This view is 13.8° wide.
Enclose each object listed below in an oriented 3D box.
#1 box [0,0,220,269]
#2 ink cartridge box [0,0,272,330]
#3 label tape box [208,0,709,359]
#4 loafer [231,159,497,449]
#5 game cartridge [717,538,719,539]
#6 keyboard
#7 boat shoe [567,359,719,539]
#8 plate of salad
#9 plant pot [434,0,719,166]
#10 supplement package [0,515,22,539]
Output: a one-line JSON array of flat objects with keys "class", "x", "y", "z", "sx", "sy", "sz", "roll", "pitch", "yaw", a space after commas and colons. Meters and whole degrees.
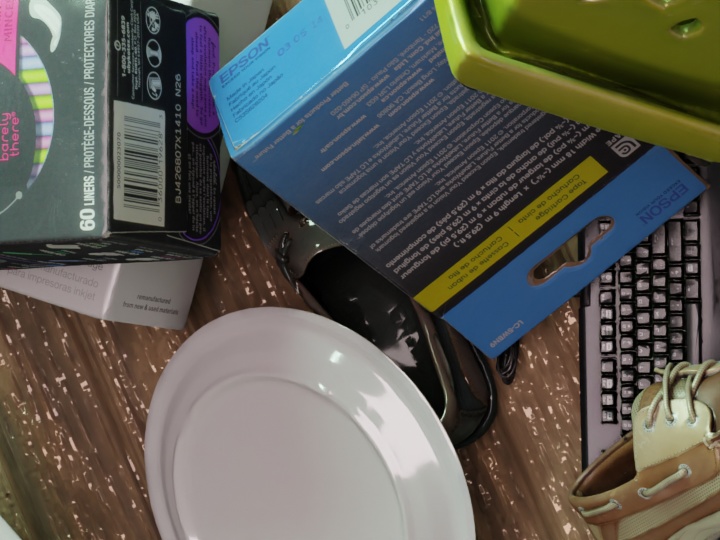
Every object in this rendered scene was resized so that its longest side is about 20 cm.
[{"class": "box", "x": -0.176, "y": -0.064, "z": 1.401, "sx": 0.199, "sy": 0.106, "sz": 0.123, "roll": -3, "pitch": 84, "yaw": 27}, {"class": "ink cartridge box", "x": -0.139, "y": -0.086, "z": 1.491, "sx": 0.145, "sy": 0.083, "sz": 0.201, "roll": 16, "pitch": 93, "yaw": 28}, {"class": "label tape box", "x": 0.047, "y": -0.065, "z": 1.405, "sx": 0.144, "sy": 0.200, "sz": 0.063, "roll": -39, "pitch": 40, "yaw": 16}, {"class": "loafer", "x": 0.000, "y": 0.000, "z": 1.476, "sx": 0.072, "sy": 0.063, "sz": 0.200, "roll": -37, "pitch": 80, "yaw": 10}, {"class": "game cartridge", "x": 0.161, "y": 0.173, "z": 1.392, "sx": 0.041, "sy": 0.133, "sz": 0.200, "roll": 34, "pitch": 96, "yaw": -10}, {"class": "keyboard", "x": 0.120, "y": 0.011, "z": 1.467, "sx": 0.127, "sy": 0.021, "sz": 0.201, "roll": -1, "pitch": 87, "yaw": 14}, {"class": "boat shoe", "x": 0.158, "y": 0.079, "z": 1.374, "sx": 0.072, "sy": 0.076, "sz": 0.200, "roll": 36, "pitch": 135, "yaw": -2}, {"class": "plate of salad", "x": -0.022, "y": 0.111, "z": 1.470, "sx": 0.200, "sy": 0.048, "sz": 0.201, "roll": 13, "pitch": 113, "yaw": 33}, {"class": "plant pot", "x": 0.131, "y": -0.167, "z": 1.254, "sx": 0.182, "sy": 0.199, "sz": 0.200, "roll": -53, "pitch": 34, "yaw": 37}, {"class": "supplement package", "x": -0.256, "y": 0.133, "z": 1.490, "sx": 0.121, "sy": 0.120, "sz": 0.200, "roll": -40, "pitch": 78, "yaw": -13}]
